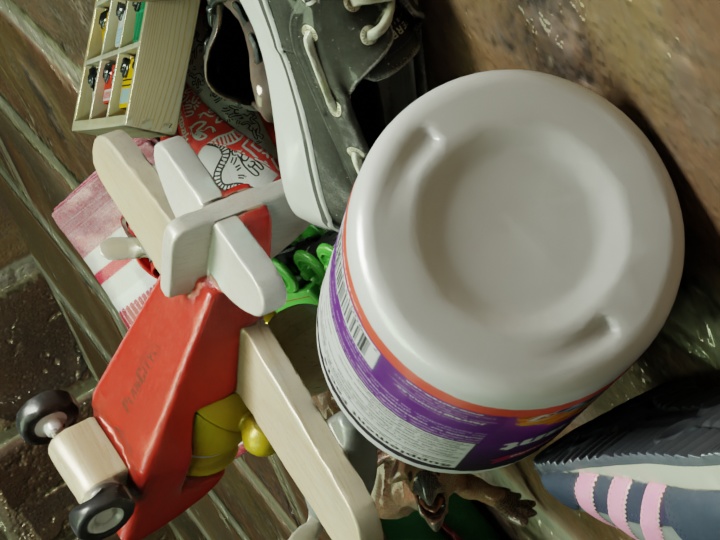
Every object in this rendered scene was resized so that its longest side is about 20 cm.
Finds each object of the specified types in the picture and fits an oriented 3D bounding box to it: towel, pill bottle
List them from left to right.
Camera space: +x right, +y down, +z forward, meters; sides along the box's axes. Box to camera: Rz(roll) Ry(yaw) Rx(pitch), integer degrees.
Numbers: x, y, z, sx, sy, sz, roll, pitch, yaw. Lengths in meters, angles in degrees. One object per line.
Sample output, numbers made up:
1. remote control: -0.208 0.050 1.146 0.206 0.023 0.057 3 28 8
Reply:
1. towel: -0.108 0.019 1.203 0.144 0.023 0.201 -33 89 49
2. pill bottle: 0.041 0.013 0.704 0.112 0.111 0.200 58 167 10

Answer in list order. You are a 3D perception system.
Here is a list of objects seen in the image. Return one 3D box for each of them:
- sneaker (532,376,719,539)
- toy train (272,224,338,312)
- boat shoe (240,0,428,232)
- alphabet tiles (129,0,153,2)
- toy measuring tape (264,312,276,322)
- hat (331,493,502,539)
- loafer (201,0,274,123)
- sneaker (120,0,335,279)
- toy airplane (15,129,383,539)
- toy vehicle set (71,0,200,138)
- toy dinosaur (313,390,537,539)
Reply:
1. sneaker: 0.117 0.084 0.658 0.083 0.070 0.200 62 170 -3
2. toy train: 0.000 0.000 0.935 0.056 0.042 0.200 48 158 -13
3. boat shoe: -0.003 -0.100 0.757 0.063 0.071 0.201 17 136 35
4. alphabet tiles: -0.135 -0.135 0.837 0.199 0.165 0.006 7 91 53
5. toy measuring tape: -0.011 0.028 1.100 0.199 0.074 0.074 31 156 20
6. hat: 0.083 0.166 1.089 0.166 0.174 0.202 51 -144 -71
7. loafer: -0.050 -0.107 0.908 0.072 0.063 0.200 66 166 -18
8. sneaker: -0.096 -0.066 1.073 0.202 0.107 0.067 55 166 23
9. toy airplane: -0.059 0.030 0.890 0.198 0.140 0.202 -3 91 49
10. toy vehicle set: -0.118 -0.135 1.032 0.200 0.026 0.126 -170 90 -74
11. toy dinosaur: 0.008 0.073 0.974 0.199 0.086 0.136 31 149 43
